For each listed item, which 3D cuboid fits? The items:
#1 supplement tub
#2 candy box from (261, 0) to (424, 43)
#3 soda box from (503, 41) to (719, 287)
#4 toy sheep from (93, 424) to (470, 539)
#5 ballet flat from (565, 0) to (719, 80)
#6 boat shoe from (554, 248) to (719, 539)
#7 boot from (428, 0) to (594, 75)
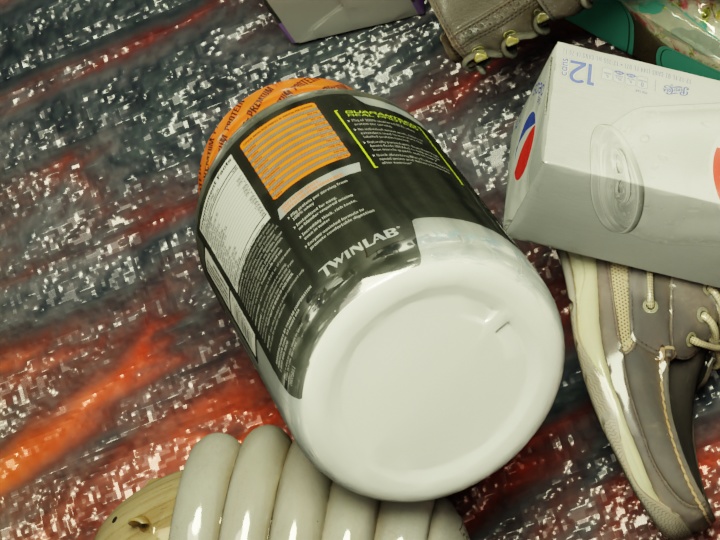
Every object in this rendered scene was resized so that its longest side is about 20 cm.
[{"bbox_3d":[0.000,0.000,1.108,0.122,0.123,0.200,-36,34,3],"label":"supplement tub"},{"bbox_3d":[-0.032,-0.231,1.190,0.071,0.168,0.202,-11,73,10],"label":"candy box"},{"bbox_3d":[0.165,-0.034,1.098,0.198,0.068,0.064,13,60,-8],"label":"soda box"},{"bbox_3d":[-0.020,0.133,1.117,0.198,0.138,0.139,6,77,1],"label":"toy sheep"},{"bbox_3d":[0.144,-0.126,1.176,0.199,0.076,0.064,31,75,10],"label":"ballet flat"},{"bbox_3d":[0.130,0.017,1.135,0.073,0.074,0.201,-17,73,9],"label":"boat shoe"},{"bbox_3d":[0.114,-0.133,1.111,0.173,0.069,0.201,-29,100,21],"label":"boot"}]
